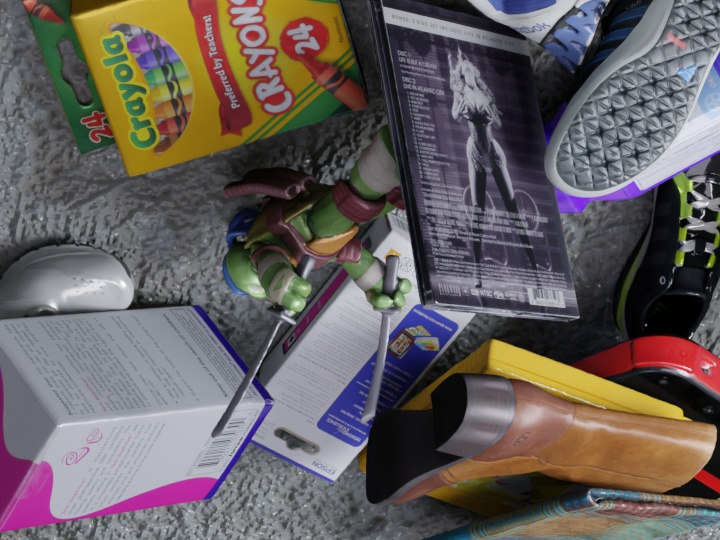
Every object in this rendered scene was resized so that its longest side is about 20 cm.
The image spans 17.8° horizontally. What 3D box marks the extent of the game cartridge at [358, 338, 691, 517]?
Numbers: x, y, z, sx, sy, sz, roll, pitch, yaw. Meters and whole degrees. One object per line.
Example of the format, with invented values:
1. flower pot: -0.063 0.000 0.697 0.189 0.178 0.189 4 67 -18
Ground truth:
1. game cartridge: 0.118 0.124 1.647 0.175 0.033 0.200 20 149 -19

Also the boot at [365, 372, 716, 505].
1. boot: 0.118 0.127 1.593 0.199 0.069 0.188 11 146 -25

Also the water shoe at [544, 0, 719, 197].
1. water shoe: 0.183 -0.133 1.487 0.071 0.079 0.201 38 88 -20

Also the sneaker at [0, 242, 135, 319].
1. sneaker: -0.245 0.047 1.565 0.199 0.087 0.075 -22 122 4

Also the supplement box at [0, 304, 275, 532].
1. supplement box: -0.173 0.097 1.543 0.199 0.103 0.101 -4 136 -50

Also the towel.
1. towel: 0.150 0.190 1.668 0.146 0.022 0.199 8 160 -36

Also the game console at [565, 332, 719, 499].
1. game console: 0.217 0.113 1.663 0.199 0.031 0.176 32 144 -33

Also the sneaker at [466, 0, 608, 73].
1. sneaker: 0.107 -0.203 1.429 0.114 0.081 0.200 19 152 2

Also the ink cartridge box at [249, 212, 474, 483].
1. ink cartridge box: -0.001 0.057 1.640 0.094 0.037 0.200 28 112 -24

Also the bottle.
1. bottle: 0.175 -0.092 1.540 0.199 0.084 0.065 -28 153 10

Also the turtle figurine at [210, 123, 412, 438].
1. turtle figurine: 0.000 0.000 1.500 0.143 0.201 0.194 23 131 -35

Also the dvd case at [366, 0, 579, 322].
1. dvd case: 0.072 -0.069 1.455 0.016 0.202 0.148 -20 163 39

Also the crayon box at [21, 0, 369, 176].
1. crayon box: -0.105 -0.140 1.486 0.198 0.051 0.128 -17 124 3

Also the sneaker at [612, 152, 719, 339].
1. sneaker: 0.235 -0.014 1.600 0.071 0.083 0.201 7 122 -13
